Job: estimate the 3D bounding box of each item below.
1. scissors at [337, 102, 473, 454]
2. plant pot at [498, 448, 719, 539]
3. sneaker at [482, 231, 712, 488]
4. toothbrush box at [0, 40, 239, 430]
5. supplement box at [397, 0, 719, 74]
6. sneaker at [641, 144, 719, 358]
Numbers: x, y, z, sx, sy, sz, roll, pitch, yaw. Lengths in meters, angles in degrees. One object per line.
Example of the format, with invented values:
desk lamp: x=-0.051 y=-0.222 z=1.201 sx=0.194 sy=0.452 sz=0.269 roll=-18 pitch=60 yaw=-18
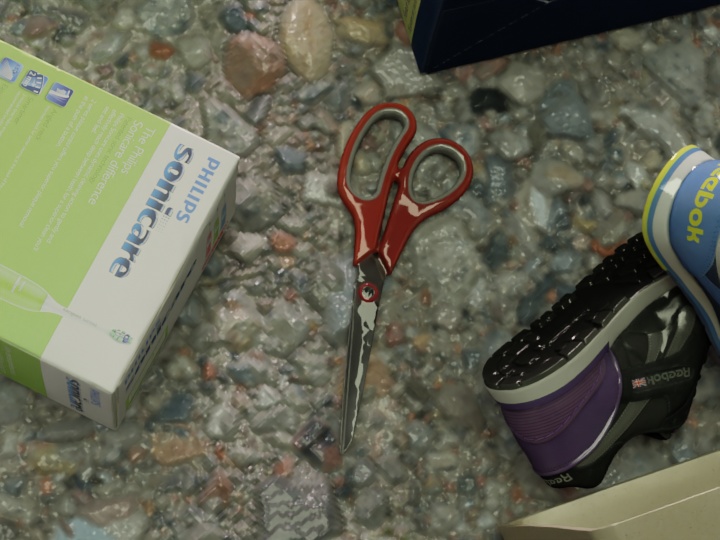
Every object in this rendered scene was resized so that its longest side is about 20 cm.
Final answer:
scissors: x=0.000 y=0.000 z=1.104 sx=0.073 sy=0.014 sz=0.200 roll=24 pitch=73 yaw=0
plant pot: x=0.206 y=0.179 z=0.982 sx=0.200 sy=0.200 sz=0.177 roll=-17 pitch=87 yaw=-11
sneaker: x=0.156 y=0.042 z=1.086 sx=0.200 sy=0.076 sz=0.088 roll=-35 pitch=110 yaw=-24
toothbrush box: x=-0.184 y=-0.029 z=1.057 sx=0.200 sy=0.086 sz=0.146 roll=25 pitch=71 yaw=4
supplement box: x=0.105 y=-0.246 z=1.127 sx=0.200 sy=0.134 sz=0.200 roll=-14 pitch=74 yaw=-9
sneaker: x=0.223 y=0.014 z=1.037 sx=0.082 sy=0.200 sz=0.074 roll=15 pitch=71 yaw=46
